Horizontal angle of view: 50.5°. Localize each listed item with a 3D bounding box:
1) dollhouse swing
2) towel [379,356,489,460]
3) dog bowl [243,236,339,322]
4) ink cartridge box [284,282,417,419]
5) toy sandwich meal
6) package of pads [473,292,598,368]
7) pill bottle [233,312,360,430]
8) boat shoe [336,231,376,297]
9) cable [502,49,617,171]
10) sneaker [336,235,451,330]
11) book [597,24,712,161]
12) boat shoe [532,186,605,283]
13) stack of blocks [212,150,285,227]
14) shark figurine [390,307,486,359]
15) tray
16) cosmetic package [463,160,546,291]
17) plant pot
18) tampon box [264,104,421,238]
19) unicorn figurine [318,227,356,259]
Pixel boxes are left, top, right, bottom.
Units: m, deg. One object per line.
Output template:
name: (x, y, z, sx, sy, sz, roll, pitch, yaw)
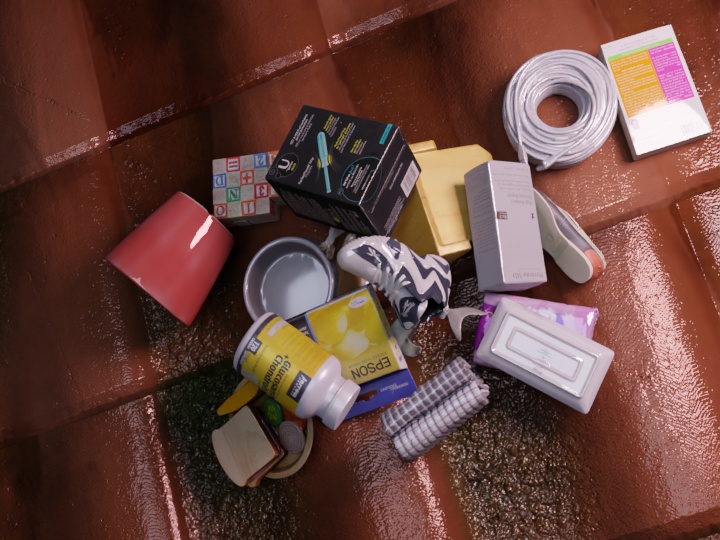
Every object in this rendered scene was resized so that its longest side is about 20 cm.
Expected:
dollhouse swing: (0.140, -0.107, 1.363, 0.181, 0.173, 0.205, -35, 68, 47)
towel: (0.124, 0.216, 1.217, 0.164, 0.200, 0.086, -38, 74, 5)
dog bowl: (-0.124, 0.033, 1.385, 0.194, 0.059, 0.206, -3, 78, 13)
ink cartridge box: (-0.027, 0.151, 1.292, 0.194, 0.047, 0.204, -23, 92, 22)
toy sandwich meal: (-0.172, 0.273, 1.317, 0.200, 0.070, 0.212, 2, 94, 29)
package of pads: (0.288, 0.110, 1.264, 0.194, 0.076, 0.124, 8, 79, 15)
pill bottle: (-0.101, 0.167, 1.240, 0.197, 0.112, 0.114, 33, 87, 11)
boat shoe: (0.000, 0.000, 1.360, 0.069, 0.069, 0.206, -10, 64, 36)
cable: (0.346, -0.279, 1.331, 0.195, 0.069, 0.205, -19, 74, 9)
sneaker: (0.058, 0.027, 1.203, 0.195, 0.080, 0.132, 19, 40, -21)
book: (0.504, -0.307, 1.312, 0.130, 0.048, 0.206, -16, 77, 7)
boat shoe: (0.337, -0.068, 1.296, 0.062, 0.072, 0.202, -22, 66, -36)
stack of blocks: (-0.176, -0.156, 1.433, 0.194, 0.059, 0.119, -7, 78, 12)
shark figurine: (0.102, 0.091, 1.300, 0.214, 0.089, 0.130, -41, 77, 35)
tray: (0.291, 0.132, 1.209, 0.196, 0.022, 0.110, 27, 90, 15)
cosmetic package: (0.240, -0.072, 1.267, 0.099, 0.074, 0.206, -2, 78, -31)
plant pot: (-0.334, -0.029, 1.387, 0.198, 0.201, 0.179, 34, 78, 17)
tampon box: (-0.027, -0.160, 1.257, 0.196, 0.126, 0.153, 19, 73, 32)
unicorn figurine: (-0.024, -0.091, 1.343, 0.195, 0.074, 0.140, 12, 66, 26)
